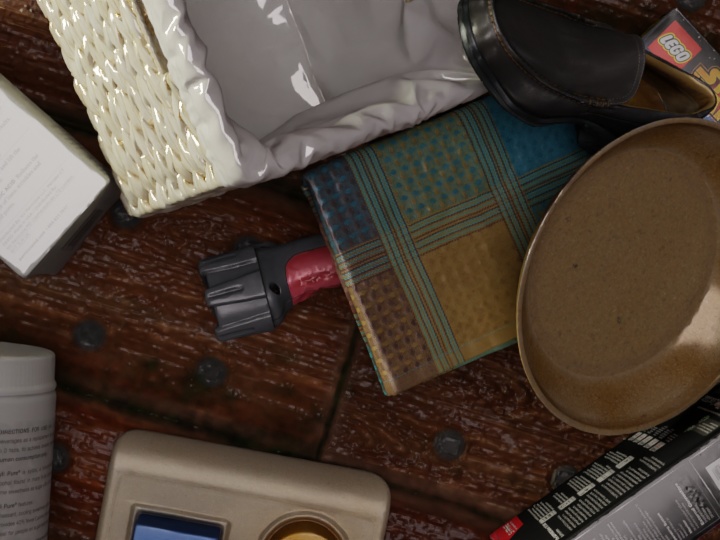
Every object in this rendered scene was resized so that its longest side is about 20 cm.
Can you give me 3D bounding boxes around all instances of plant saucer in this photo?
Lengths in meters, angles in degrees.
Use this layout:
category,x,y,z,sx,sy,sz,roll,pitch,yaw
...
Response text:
category,x,y,z,sx,sy,sz,roll,pitch,yaw
plant saucer,0.168,0.001,0.860,0.199,0.035,0.201,-11,114,-27

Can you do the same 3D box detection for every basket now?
category,x,y,z,sx,sy,sz,roll,pitch,yaw
basket,-0.063,-0.150,0.815,0.200,0.161,0.199,-24,93,-35

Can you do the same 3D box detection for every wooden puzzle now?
category,x,y,z,sx,sy,sz,roll,pitch,yaw
wooden puzzle,-0.086,0.217,0.914,0.184,0.046,0.201,11,90,-4

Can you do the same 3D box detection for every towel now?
category,x,y,z,sx,sy,sz,roll,pitch,yaw
towel,0.075,-0.026,0.862,0.199,0.022,0.147,-23,93,-22

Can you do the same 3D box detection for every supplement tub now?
category,x,y,z,sx,sy,sz,roll,pitch,yaw
supplement tub,-0.254,0.145,0.858,0.131,0.132,0.201,5,90,-4

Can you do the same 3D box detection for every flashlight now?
category,x,y,z,sx,sy,sz,roll,pitch,yaw
flashlight,0.000,0.000,0.905,0.199,0.068,0.068,-16,94,-5

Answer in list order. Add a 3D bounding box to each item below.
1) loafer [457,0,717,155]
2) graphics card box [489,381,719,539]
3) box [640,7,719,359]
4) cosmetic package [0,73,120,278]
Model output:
category,x,y,z,sx,sy,sz,roll,pitch,yaw
loafer,0.131,-0.119,0.814,0.072,0.200,0.073,-20,68,36
graphics card box,0.182,0.139,0.890,0.200,0.125,0.051,-36,91,-3
box,0.222,-0.052,0.932,0.137,0.040,0.200,-43,94,-1
cosmetic package,-0.246,-0.090,0.865,0.200,0.113,0.081,40,88,-2
